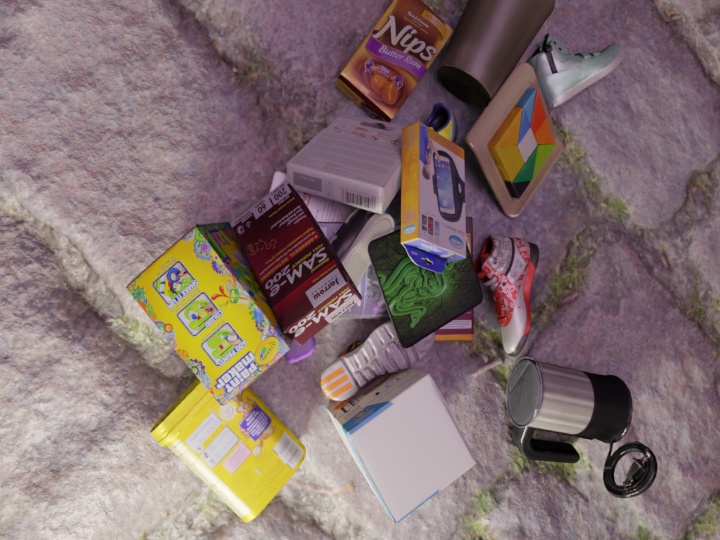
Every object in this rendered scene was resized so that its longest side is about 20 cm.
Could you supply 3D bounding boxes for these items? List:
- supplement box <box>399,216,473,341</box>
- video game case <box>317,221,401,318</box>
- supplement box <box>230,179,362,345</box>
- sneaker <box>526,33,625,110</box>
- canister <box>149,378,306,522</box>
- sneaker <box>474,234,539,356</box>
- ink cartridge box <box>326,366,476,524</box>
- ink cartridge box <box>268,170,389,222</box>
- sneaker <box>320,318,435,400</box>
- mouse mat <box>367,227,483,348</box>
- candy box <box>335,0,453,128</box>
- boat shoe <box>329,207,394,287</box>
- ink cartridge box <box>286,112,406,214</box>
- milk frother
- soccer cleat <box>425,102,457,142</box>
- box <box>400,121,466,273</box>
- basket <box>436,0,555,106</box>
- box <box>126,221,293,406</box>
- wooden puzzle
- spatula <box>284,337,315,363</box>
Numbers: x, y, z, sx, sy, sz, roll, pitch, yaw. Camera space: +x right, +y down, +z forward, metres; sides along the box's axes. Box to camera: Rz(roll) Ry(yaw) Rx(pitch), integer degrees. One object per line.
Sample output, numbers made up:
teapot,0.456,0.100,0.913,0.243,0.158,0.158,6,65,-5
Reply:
supplement box,0.126,0.014,0.917,0.106,0.085,0.208,0,88,-13
video game case,0.000,0.000,0.843,0.193,0.019,0.148,1,88,-9
supplement box,-0.092,-0.015,0.748,0.108,0.061,0.202,-36,60,3
sneaker,0.399,-0.401,1.006,0.198,0.074,0.120,-34,102,-11
canister,-0.195,0.257,0.826,0.149,0.086,0.201,-44,99,-12
sneaker,0.246,0.039,0.957,0.104,0.067,0.208,14,81,-12
ink cartridge box,0.051,0.246,0.830,0.145,0.200,0.147,-31,93,-13
ink cartridge box,-0.062,-0.072,0.882,0.194,0.067,0.120,17,84,-13
sneaker,0.024,0.128,0.868,0.195,0.112,0.079,-26,92,3
mouse mat,0.106,0.005,0.829,0.196,0.007,0.166,-24,96,-34
candy box,0.059,-0.366,0.932,0.115,0.056,0.203,36,79,-9
boat shoe,-0.031,-0.012,0.800,0.202,0.060,0.074,-54,138,-1
ink cartridge box,-0.002,-0.175,0.850,0.156,0.051,0.201,16,40,17
milk frother,0.366,0.260,0.910,0.182,0.200,0.187,12,89,-13
soccer cleat,0.111,-0.189,0.905,0.063,0.084,0.205,8,63,30
box,0.111,-0.104,0.813,0.117,0.041,0.207,15,68,-43
basket,0.225,-0.403,0.932,0.134,0.180,0.204,29,87,27
box,-0.190,0.047,0.765,0.121,0.200,0.194,-38,96,2
wooden puzzle,0.282,-0.222,0.954,0.187,0.037,0.200,-53,127,-11
spatula,-0.125,0.045,0.885,0.055,0.021,0.206,-18,92,-10
